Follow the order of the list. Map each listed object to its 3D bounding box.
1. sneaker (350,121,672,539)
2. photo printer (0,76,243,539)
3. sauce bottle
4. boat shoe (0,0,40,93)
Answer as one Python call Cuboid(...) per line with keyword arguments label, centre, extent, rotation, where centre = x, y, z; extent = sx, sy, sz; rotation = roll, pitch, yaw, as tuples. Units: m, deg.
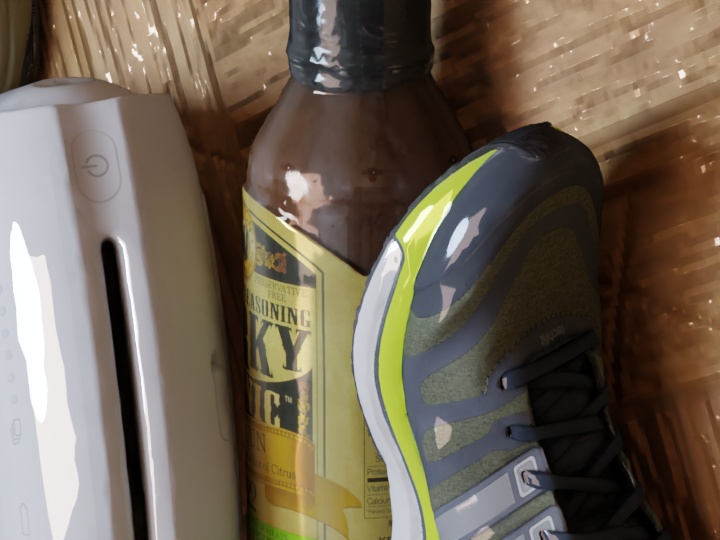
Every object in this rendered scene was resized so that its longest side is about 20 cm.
Cuboid(label="sneaker", centre=(0.049, 0.059, 0.730), extent=(0.081, 0.074, 0.201), rotation=(24, 127, 41))
Cuboid(label="photo printer", centre=(-0.086, 0.030, 0.846), extent=(0.200, 0.069, 0.167), rotation=(-176, 79, -74))
Cuboid(label="sauce bottle", centre=(0.000, 0.000, 0.776), extent=(0.065, 0.065, 0.201), rotation=(19, 114, 51))
Cuboid(label="boat shoe", centre=(-0.148, -0.134, 0.920), extent=(0.075, 0.074, 0.201), rotation=(12, 114, 43))
